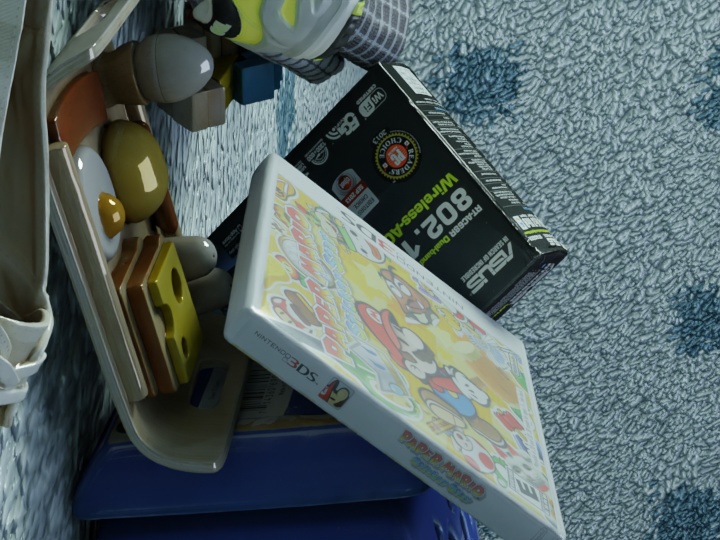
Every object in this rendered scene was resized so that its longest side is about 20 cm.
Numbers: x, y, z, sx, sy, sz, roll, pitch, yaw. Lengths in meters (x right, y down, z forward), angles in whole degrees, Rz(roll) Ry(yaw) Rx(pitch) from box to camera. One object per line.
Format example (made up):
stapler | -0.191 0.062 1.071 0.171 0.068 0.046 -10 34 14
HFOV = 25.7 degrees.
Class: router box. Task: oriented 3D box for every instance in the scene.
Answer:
router box | 0.000 0.000 0.936 0.200 0.150 0.062 -45 165 18

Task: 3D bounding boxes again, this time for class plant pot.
plant pot | -0.040 0.134 0.823 0.200 0.198 0.181 -77 161 -69

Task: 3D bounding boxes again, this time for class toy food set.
toy food set | -0.086 -0.027 0.720 0.144 0.060 0.201 -82 159 -64

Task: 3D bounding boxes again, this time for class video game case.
video game case | 0.017 0.034 0.772 0.023 0.182 0.200 -48 -164 18

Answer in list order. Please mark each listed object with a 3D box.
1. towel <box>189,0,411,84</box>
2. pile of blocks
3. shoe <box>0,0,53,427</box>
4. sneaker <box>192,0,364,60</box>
towel | -0.036 -0.218 0.877 0.165 0.085 0.202 11 71 -68
pile of blocks | -0.073 -0.150 0.952 0.200 0.081 0.063 -80 173 -61
shoe | -0.120 -0.005 0.478 0.070 0.053 0.202 -67 159 -80
sneaker | -0.050 -0.200 0.744 0.075 0.076 0.201 -25 -108 52
